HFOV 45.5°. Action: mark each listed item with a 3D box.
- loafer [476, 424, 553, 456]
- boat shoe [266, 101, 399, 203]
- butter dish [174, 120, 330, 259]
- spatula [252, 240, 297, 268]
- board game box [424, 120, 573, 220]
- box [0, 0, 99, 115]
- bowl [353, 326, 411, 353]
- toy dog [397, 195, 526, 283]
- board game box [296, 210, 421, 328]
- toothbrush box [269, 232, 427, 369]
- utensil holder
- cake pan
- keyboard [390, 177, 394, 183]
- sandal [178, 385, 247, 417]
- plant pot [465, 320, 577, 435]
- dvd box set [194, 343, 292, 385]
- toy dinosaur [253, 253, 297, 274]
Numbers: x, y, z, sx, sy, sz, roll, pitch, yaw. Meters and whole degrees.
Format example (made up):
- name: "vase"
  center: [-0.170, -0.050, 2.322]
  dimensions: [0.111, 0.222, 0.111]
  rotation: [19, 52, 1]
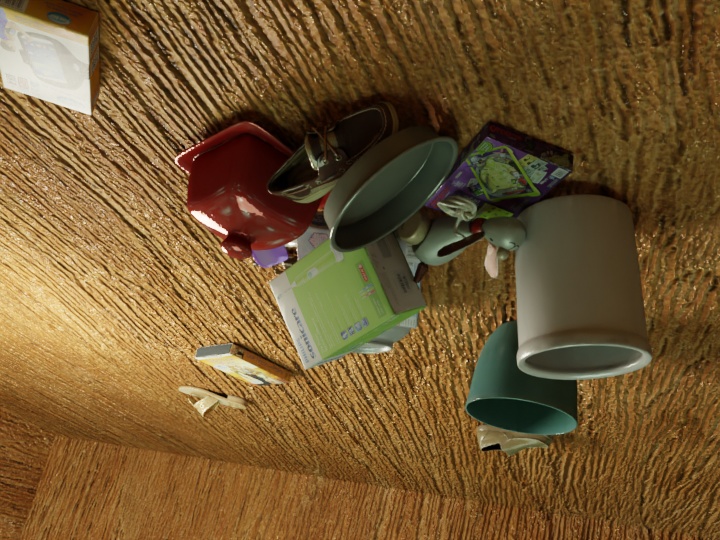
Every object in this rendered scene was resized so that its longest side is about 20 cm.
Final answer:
- name: "loafer"
  center: [0.385, 0.430, 2.153]
  dimensions: [0.198, 0.068, 0.076]
  rotation: [-3, 152, 31]
- name: "boat shoe"
  center: [-0.039, -0.143, 1.055]
  dimensions: [0.199, 0.073, 0.072]
  rotation: [-27, 164, 37]
- name: "butter dish"
  center: [-0.154, -0.086, 1.193]
  dimensions: [0.199, 0.149, 0.199]
  rotation: [34, 149, -34]
- name: "spatula"
  center: [-0.102, -0.047, 1.393]
  dimensions: [0.198, 0.021, 0.057]
  rotation: [-14, 109, 38]
- name: "board game box"
  center: [0.174, -0.115, 1.118]
  dimensions: [0.119, 0.033, 0.200]
  rotation: [16, 156, -14]
- name: "box"
  center: [-0.386, -0.263, 1.061]
  dimensions: [0.118, 0.042, 0.200]
  rotation: [17, 153, -9]
- name: "bowl"
  center: [0.010, 0.095, 1.528]
  dimensions: [0.198, 0.092, 0.201]
  rotation: [1, 165, 0]
- name: "toy dog"
  center: [0.128, -0.027, 1.169]
  dimensions: [0.130, 0.098, 0.200]
  rotation: [17, 171, -17]
- name: "board game box"
  center: [0.000, 0.000, 1.360]
  dimensions: [0.197, 0.041, 0.201]
  rotation: [8, 136, 7]
- name: "toothbrush box"
  center: [-0.022, 0.034, 1.256]
  dimensions: [0.199, 0.147, 0.086]
  rotation: [-34, 165, 36]
- name: "utensil holder"
  center: [0.286, 0.025, 1.124]
  dimensions: [0.167, 0.203, 0.170]
  rotation: [2, 159, 1]
- name: "cake pan"
  center: [0.034, -0.103, 1.061]
  dimensions: [0.037, 0.199, 0.201]
  rotation: [51, 163, 18]
- name: "keyboard"
  center: [0.003, -0.132, 1.178]
  dimensions: [0.104, 0.040, 0.200]
  rotation: [34, 159, 10]
- name: "sandal"
  center: [-0.432, 0.387, 2.465]
  dimensions: [0.209, 0.070, 0.078]
  rotation: [11, 156, 5]
- name: "plant pot"
  center: [0.299, 0.187, 1.549]
  dimensions: [0.198, 0.163, 0.201]
  rotation: [11, 157, 5]
- name: "dvd box set"
  center: [-0.286, 0.233, 2.103]
  dimensions: [0.145, 0.030, 0.199]
  rotation: [-11, 147, 42]
- name: "toy dinosaur"
  center: [-0.083, -0.003, 1.481]
  dimensions: [0.198, 0.061, 0.106]
  rotation: [20, -178, -9]
